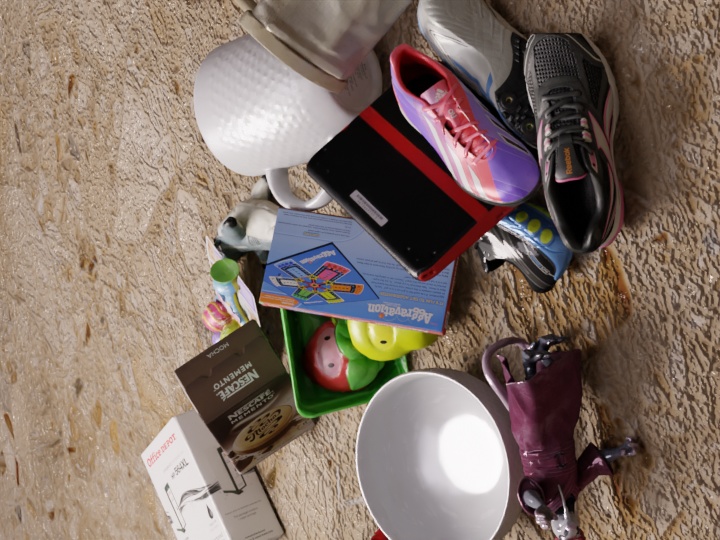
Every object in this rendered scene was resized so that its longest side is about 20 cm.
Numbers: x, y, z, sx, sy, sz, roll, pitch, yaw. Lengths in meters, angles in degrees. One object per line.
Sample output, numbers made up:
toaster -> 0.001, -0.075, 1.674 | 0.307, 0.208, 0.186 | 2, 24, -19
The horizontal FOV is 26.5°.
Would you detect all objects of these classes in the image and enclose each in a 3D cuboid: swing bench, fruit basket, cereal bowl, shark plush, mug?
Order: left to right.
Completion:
shark plush -> -0.139, -0.028, 1.846 | 0.083, 0.091, 0.200 | 41, 138, -7
mug -> -0.064, -0.162, 1.606 | 0.174, 0.146, 0.203 | -11, 84, 45
swing bench -> -0.037, -0.316, 1.454 | 0.199, 0.129, 0.201 | -49, 54, 18
fruit basket -> -0.006, 0.050, 1.635 | 0.215, 0.153, 0.219 | 168, 90, -72
cereal bowl -> 0.094, 0.196, 1.573 | 0.198, 0.083, 0.203 | 6, 100, 37

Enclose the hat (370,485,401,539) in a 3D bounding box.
hat -> 0.047, 0.348, 1.739 | 0.176, 0.200, 0.166 | -40, 82, 13

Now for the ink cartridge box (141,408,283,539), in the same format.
ink cartridge box -> -0.202, 0.297, 2.045 | 0.202, 0.084, 0.146 | 62, 144, 15

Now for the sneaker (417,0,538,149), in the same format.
sneaker -> 0.126, -0.189, 1.419 | 0.201, 0.072, 0.073 | 52, 174, 18

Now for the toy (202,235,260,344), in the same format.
toy -> -0.164, 0.063, 1.880 | 0.115, 0.047, 0.201 | 49, 155, 32

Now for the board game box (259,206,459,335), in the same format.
board game box -> 0.000, 0.000, 1.566 | 0.197, 0.019, 0.104 | 9, 79, 15

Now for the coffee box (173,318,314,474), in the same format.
coffee box -> -0.133, 0.152, 1.789 | 0.080, 0.112, 0.200 | 55, 173, 24

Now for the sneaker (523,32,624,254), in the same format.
sneaker -> 0.187, -0.109, 1.318 | 0.079, 0.086, 0.203 | -13, 101, 20

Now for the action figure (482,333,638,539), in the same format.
action figure -> 0.169, 0.170, 1.434 | 0.148, 0.133, 0.203 | 2, 102, 55

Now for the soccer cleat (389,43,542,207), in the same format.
soccer cleat -> 0.090, -0.133, 1.393 | 0.200, 0.068, 0.073 | 50, 177, 37

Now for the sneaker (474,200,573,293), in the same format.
sneaker -> 0.120, -0.045, 1.468 | 0.199, 0.070, 0.084 | 39, 126, 36

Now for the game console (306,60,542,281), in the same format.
game console -> 0.065, -0.100, 1.450 | 0.200, 0.177, 0.031 | 44, 174, 37
